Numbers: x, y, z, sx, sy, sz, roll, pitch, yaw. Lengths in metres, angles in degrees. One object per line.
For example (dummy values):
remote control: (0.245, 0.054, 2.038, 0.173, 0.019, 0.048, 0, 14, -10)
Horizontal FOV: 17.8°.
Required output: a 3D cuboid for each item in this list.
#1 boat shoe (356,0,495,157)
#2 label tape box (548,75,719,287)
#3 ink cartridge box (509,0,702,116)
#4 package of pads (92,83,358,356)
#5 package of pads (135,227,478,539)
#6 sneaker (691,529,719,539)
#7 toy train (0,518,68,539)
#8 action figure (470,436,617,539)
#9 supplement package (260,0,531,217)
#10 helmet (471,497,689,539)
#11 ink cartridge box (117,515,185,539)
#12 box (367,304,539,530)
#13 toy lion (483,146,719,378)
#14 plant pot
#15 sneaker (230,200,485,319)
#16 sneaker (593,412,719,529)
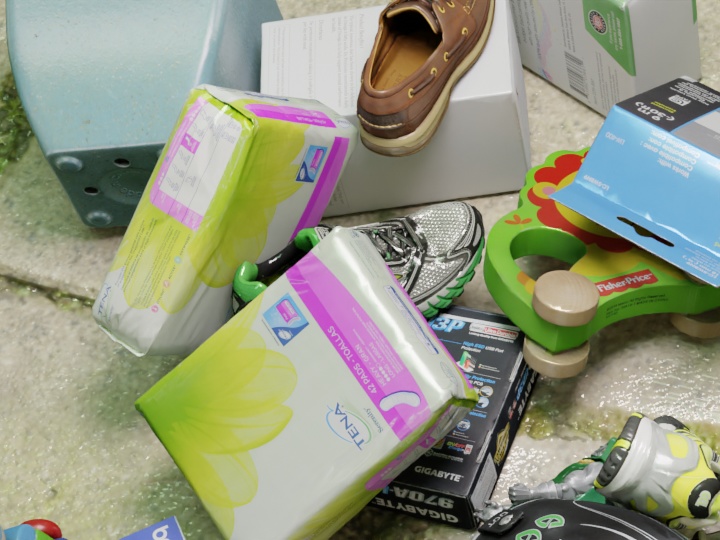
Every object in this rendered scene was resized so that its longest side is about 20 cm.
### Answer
boat shoe: (0.050, -0.179, 1.713, 0.071, 0.068, 0.201, 11, 56, 20)
label tape box: (0.246, -0.069, 1.655, 0.144, 0.064, 0.200, 29, 27, 22)
ink cartridge box: (0.169, -0.223, 1.823, 0.087, 0.146, 0.199, -41, 53, -21)
package of pads: (-0.099, -0.033, 1.671, 0.068, 0.154, 0.201, 33, 106, 27)
package of pads: (-0.035, 0.094, 1.577, 0.200, 0.068, 0.155, -40, 72, 14)
sneaker: (0.308, 0.185, 1.501, 0.198, 0.076, 0.071, -14, 49, 2)
toy train: (-0.303, 0.217, 1.571, 0.198, 0.116, 0.085, -17, 58, 17)
action figure: (0.109, 0.172, 1.553, 0.199, 0.118, 0.055, -31, 83, -24)
supplement package: (0.029, -0.129, 1.799, 0.198, 0.118, 0.118, -7, 49, 8)
helmet: (0.157, 0.248, 1.425, 0.199, 0.201, 0.190, -36, 35, -16)
ink cartridge box: (-0.133, 0.269, 1.559, 0.093, 0.044, 0.201, -23, 48, -6)
box: (0.016, 0.092, 1.667, 0.198, 0.046, 0.160, 10, 54, 21)
toy lion: (0.175, -0.022, 1.690, 0.198, 0.069, 0.192, -14, 42, -23)
plant pot: (-0.173, -0.148, 1.826, 0.194, 0.196, 0.202, -4, 61, 10)
sneaker: (0.000, 0.000, 1.662, 0.199, 0.086, 0.078, -25, 48, -10)
sneaker: (0.206, 0.142, 1.504, 0.076, 0.200, 0.076, 30, 96, 16)
